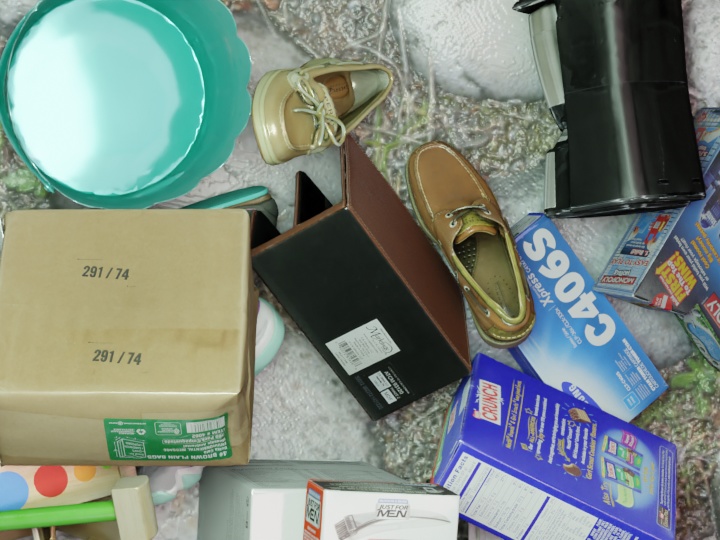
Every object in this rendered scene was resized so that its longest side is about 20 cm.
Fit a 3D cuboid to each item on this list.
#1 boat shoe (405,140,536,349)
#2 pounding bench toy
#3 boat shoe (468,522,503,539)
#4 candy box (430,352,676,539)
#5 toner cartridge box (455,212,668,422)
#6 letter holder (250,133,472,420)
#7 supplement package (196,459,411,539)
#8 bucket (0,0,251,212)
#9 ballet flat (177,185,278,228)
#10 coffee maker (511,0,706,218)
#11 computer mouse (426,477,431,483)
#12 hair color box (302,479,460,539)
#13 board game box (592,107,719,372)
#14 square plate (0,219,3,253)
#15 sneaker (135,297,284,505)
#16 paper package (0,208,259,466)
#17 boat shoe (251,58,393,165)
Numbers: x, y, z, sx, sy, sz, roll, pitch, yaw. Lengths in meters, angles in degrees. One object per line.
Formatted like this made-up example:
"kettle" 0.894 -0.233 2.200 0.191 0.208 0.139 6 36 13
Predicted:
"boat shoe" 0.100 -0.033 1.748 0.072 0.068 0.200 -26 74 -8
"pounding bench toy" -0.256 0.185 1.616 0.156 0.200 0.125 -13 98 -16
"boat shoe" 0.106 0.285 1.748 0.067 0.074 0.201 8 66 4
"candy box" 0.166 0.173 1.728 0.200 0.169 0.077 27 116 -3
"toner cartridge box" 0.182 0.055 1.819 0.095 0.043 0.200 -39 101 -10
"letter holder" 0.000 0.000 1.729 0.100 0.142 0.200 -27 120 17
"supplement package" -0.044 0.242 1.679 0.150 0.200 0.152 2 92 -16
"bucket" -0.199 -0.148 1.657 0.207 0.135 0.208 0 92 -17
"ballet flat" -0.162 -0.023 1.709 0.199 0.068 0.069 -9 103 -15
"coffee maker" 0.227 -0.149 1.736 0.134 0.192 0.201 -7 87 -22
"computer mouse" 0.139 0.223 1.816 0.199 0.046 0.141 -20 91 -10
"hair color box" 0.010 0.265 1.559 0.111 0.064 0.201 4 92 -15
"board game box" 0.313 -0.008 1.830 0.200 0.062 0.200 -44 115 -20
"square plate" -0.396 -0.054 1.660 0.199 0.028 0.199 -9 94 -15
"sneaker" -0.164 0.084 1.688 0.140 0.078 0.200 40 71 -35
"paper package" -0.183 0.052 1.570 0.199 0.104 0.191 0 53 1
"boat shoe" -0.033 -0.140 1.677 0.063 0.200 0.074 -6 109 23
